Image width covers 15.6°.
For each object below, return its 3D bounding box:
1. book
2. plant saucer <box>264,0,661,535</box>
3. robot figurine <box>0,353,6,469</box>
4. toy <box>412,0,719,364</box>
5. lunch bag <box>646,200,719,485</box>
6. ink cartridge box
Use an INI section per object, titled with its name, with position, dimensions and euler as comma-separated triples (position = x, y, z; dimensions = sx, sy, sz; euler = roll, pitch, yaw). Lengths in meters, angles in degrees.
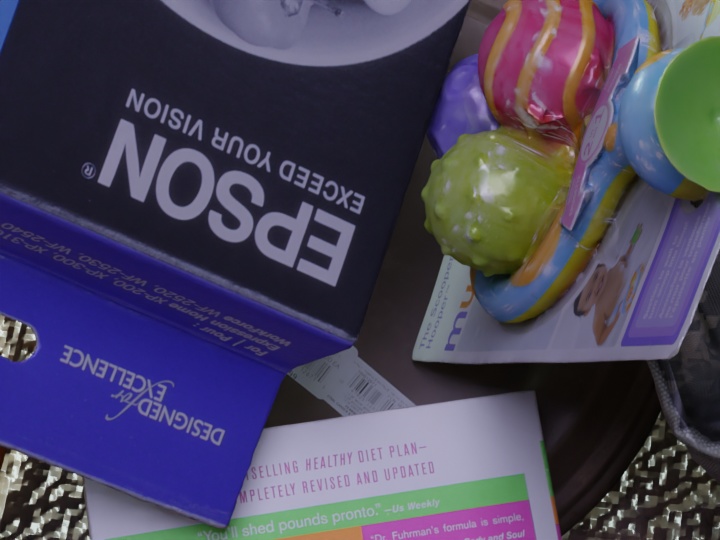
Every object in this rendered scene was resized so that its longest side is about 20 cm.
[book]
position = 0.002, 0.142, 0.726
dimensions = 0.133, 0.048, 0.201
euler = -9, 76, -1
[plant saucer]
position = 0.000, 0.000, 0.798
dimensions = 0.199, 0.029, 0.201
euler = -2, 78, 9
[robot figurine]
position = -0.171, 0.053, 0.726
dimensions = 0.116, 0.145, 0.200
euler = 10, 20, 15
[toy]
position = 0.049, -0.036, 0.681
dimensions = 0.047, 0.200, 0.116
euler = 24, 82, -17
[lunch bag]
position = 0.149, -0.022, 0.724
dimensions = 0.117, 0.164, 0.201
euler = 23, 87, 16
[ink cartridge box]
position = -0.074, -0.056, 0.666
dimensions = 0.197, 0.043, 0.201
euler = 23, 81, -28
